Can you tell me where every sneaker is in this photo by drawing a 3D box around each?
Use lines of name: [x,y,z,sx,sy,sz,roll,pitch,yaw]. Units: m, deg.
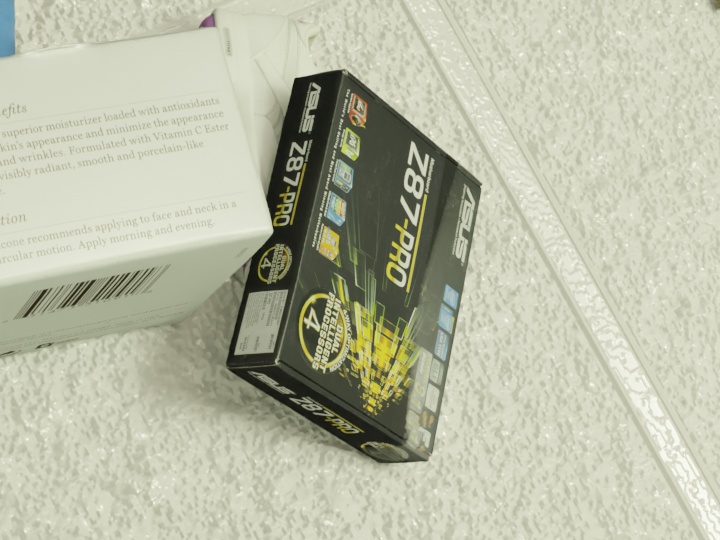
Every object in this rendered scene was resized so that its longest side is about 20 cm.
sneaker: [-0.048,-0.077,1.400,0.099,0.075,0.201,-2,73,-20]

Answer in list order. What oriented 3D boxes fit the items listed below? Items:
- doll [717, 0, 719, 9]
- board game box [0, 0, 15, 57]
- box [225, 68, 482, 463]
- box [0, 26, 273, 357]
doll: [0.228,-0.289,1.594,0.136,0.048,0.200,-36,87,-28]
board game box: [-0.295,-0.160,1.355,0.157,0.039,0.201,7,68,-30]
box: [0.000,0.000,1.368,0.161,0.049,0.201,38,56,-45]
box: [-0.183,-0.036,1.265,0.198,0.200,0.132,-11,78,-23]
